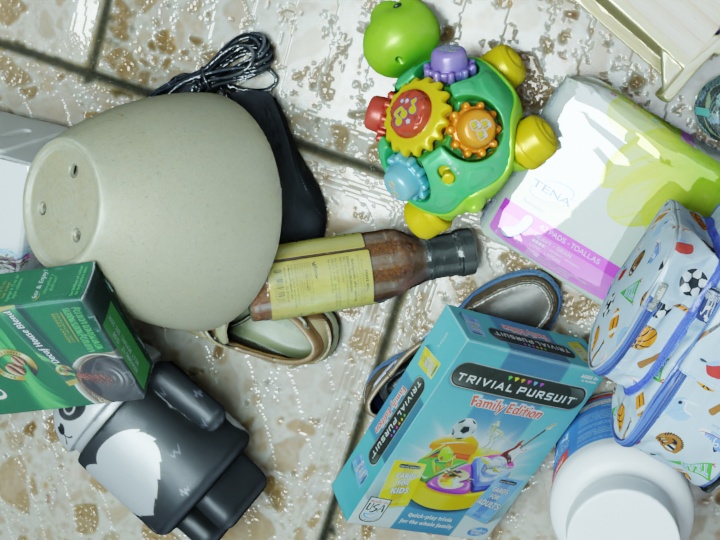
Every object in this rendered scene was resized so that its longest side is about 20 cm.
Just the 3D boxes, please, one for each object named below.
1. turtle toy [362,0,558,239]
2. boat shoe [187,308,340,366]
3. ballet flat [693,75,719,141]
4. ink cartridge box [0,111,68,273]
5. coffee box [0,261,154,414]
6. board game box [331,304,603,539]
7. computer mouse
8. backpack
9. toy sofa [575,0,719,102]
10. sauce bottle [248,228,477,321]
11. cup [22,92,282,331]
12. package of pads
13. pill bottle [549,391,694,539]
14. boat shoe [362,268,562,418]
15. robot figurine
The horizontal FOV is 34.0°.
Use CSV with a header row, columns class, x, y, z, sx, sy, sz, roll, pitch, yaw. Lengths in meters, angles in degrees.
class,x,y,z,sx,sy,sz,roll,pitch,yaw
turtle toy,0.059,-0.131,0.950,0.145,0.101,0.201,-35,58,28
boat shoe,-0.116,0.033,1.046,0.198,0.074,0.076,16,103,8
ballet flat,0.366,-0.126,0.922,0.198,0.074,0.075,-5,99,12
ink cartridge box,-0.330,-0.029,1.033,0.145,0.147,0.202,15,107,9
coffee box,-0.275,0.060,0.917,0.198,0.044,0.123,-6,134,14
board game box,0.089,0.133,0.978,0.150,0.047,0.201,14,120,-32
computer mouse,-0.103,-0.093,1.031,0.138,0.053,0.201,-27,94,15
backpack,0.249,0.052,0.856,0.153,0.200,0.192,22,110,10
toy sofa,0.203,-0.231,0.928,0.200,0.083,0.098,41,102,2
sauce bottle,0.000,0.000,1.000,0.198,0.066,0.067,-7,100,-6
cup,-0.182,-0.050,0.942,0.199,0.143,0.202,0,90,39
package of pads,0.218,-0.052,0.966,0.199,0.068,0.155,31,105,4
pill bottle,0.208,0.177,0.942,0.111,0.200,0.113,2,100,11
boat shoe,0.088,0.074,1.013,0.200,0.072,0.072,-38,91,15
robot figurine,-0.182,0.155,1.056,0.200,0.125,0.150,43,93,1
